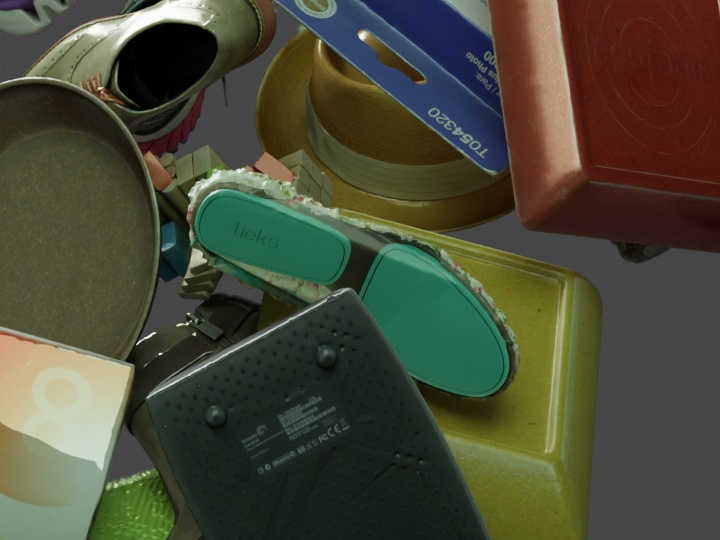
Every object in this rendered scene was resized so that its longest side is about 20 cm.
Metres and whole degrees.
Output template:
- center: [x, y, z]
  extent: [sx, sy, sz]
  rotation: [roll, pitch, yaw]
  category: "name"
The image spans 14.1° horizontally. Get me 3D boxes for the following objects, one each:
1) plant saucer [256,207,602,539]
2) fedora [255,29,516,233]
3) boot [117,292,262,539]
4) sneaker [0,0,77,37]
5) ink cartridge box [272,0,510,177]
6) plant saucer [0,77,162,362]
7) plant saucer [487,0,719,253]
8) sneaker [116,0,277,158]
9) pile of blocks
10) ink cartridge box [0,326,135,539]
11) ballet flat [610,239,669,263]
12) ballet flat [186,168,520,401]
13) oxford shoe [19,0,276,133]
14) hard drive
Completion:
- center: [0.042, 0.049, 1.606]
  extent: [0.199, 0.049, 0.201]
  rotation: [14, 47, -7]
  category: "plant saucer"
- center: [0.034, -0.113, 1.749]
  extent: [0.199, 0.082, 0.202]
  rotation: [-1, 53, 2]
  category: "fedora"
- center: [-0.090, 0.100, 1.609]
  extent: [0.200, 0.071, 0.146]
  rotation: [-37, 56, -28]
  category: "boot"
- center: [-0.166, -0.231, 1.804]
  extent: [0.199, 0.089, 0.081]
  rotation: [-33, 41, 8]
  category: "sneaker"
- center: [0.066, -0.164, 1.704]
  extent: [0.196, 0.043, 0.200]
  rotation: [39, 42, 13]
  category: "ink cartridge box"
- center: [-0.184, -0.008, 1.658]
  extent: [0.199, 0.037, 0.202]
  rotation: [-4, 83, 34]
  category: "plant saucer"
- center: [0.158, -0.116, 1.659]
  extent: [0.199, 0.037, 0.202]
  rotation: [6, 70, -42]
  category: "plant saucer"
- center: [-0.105, -0.160, 1.799]
  extent: [0.080, 0.075, 0.201]
  rotation: [14, 54, 14]
  category: "sneaker"
- center: [-0.105, -0.034, 1.656]
  extent: [0.199, 0.062, 0.082]
  rotation: [-1, 51, 41]
  category: "pile of blocks"
- center: [-0.222, 0.126, 1.548]
  extent: [0.161, 0.050, 0.201]
  rotation: [15, 72, -2]
  category: "ink cartridge box"
- center: [0.174, -0.082, 1.747]
  extent: [0.067, 0.047, 0.201]
  rotation: [12, 50, -3]
  category: "ballet flat"
- center: [0.000, 0.000, 1.560]
  extent: [0.199, 0.076, 0.064]
  rotation: [31, 14, 1]
  category: "ballet flat"
- center: [-0.145, -0.111, 1.680]
  extent: [0.199, 0.071, 0.075]
  rotation: [-29, 7, 28]
  category: "oxford shoe"
- center: [-0.016, 0.118, 1.515]
  extent: [0.134, 0.201, 0.042]
  rotation: [-28, 17, -2]
  category: "hard drive"
